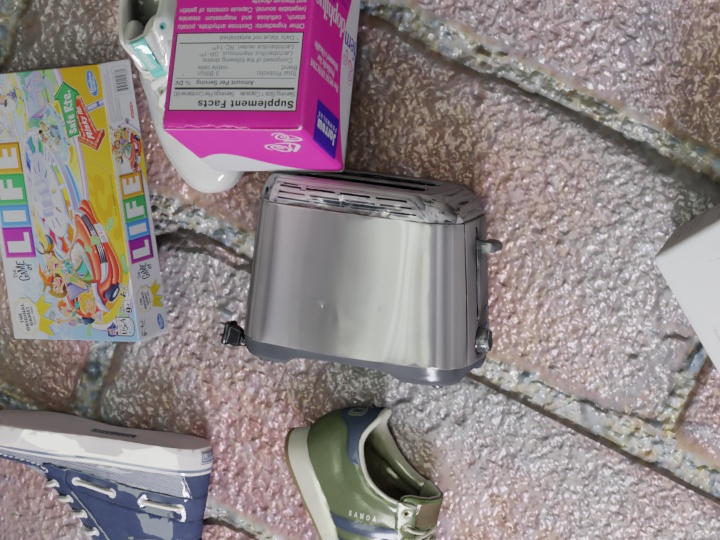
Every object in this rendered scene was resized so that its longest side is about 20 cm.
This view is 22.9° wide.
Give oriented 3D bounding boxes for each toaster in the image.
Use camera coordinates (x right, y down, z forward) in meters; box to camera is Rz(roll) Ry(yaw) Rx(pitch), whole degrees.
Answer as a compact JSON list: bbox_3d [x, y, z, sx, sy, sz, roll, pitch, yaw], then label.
[{"bbox_3d":[0.000,0.000,1.239,0.198,0.113,0.131,8,99,20],"label":"toaster"}]

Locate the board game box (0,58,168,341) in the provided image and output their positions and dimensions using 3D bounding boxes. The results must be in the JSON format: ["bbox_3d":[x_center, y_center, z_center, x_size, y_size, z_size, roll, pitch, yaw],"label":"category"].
[{"bbox_3d":[-0.214,-0.050,1.314,0.133,0.034,0.202,-1,101,37],"label":"board game box"}]

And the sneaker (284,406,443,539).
[{"bbox_3d":[0.025,0.191,1.290,0.089,0.067,0.202,-27,89,26],"label":"sneaker"}]

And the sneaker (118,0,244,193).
[{"bbox_3d":[-0.138,-0.149,1.263,0.074,0.088,0.202,-13,97,18],"label":"sneaker"}]

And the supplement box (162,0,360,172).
[{"bbox_3d":[-0.061,-0.175,1.190,0.102,0.101,0.202,3,79,17],"label":"supplement box"}]

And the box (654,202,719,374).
[{"bbox_3d":[0.316,-0.001,1.140,0.199,0.106,0.153,-30,91,21],"label":"box"}]

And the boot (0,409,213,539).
[{"bbox_3d":[-0.211,0.164,1.356,0.198,0.073,0.091,8,98,15],"label":"boot"}]
